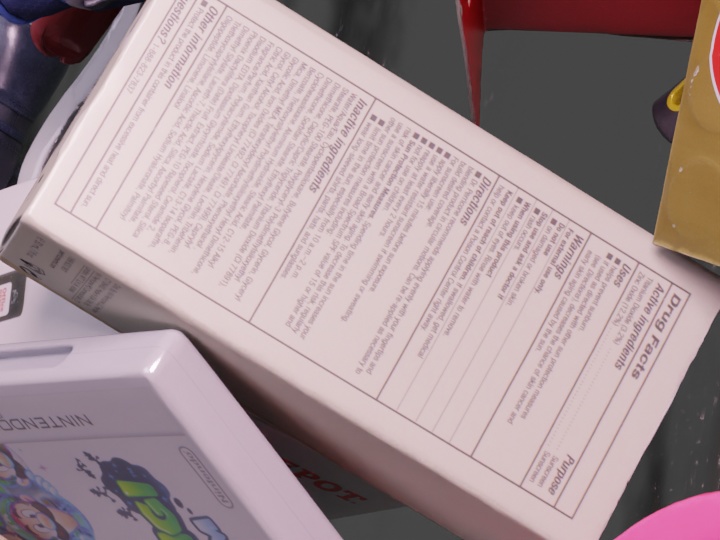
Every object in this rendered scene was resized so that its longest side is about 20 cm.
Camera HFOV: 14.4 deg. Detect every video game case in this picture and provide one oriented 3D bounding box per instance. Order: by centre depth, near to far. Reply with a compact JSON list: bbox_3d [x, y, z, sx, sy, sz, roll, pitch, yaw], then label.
[{"bbox_3d":[-0.066,0.102,0.938,0.182,0.200,0.024,-6,38,47],"label":"video game case"}]

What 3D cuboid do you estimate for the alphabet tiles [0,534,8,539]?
[{"bbox_3d":[-0.165,0.095,1.009,0.166,0.200,0.006,29,63,31],"label":"alphabet tiles"}]

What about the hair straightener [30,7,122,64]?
[{"bbox_3d":[-0.082,-0.180,1.087,0.077,0.041,0.200,39,99,36],"label":"hair straightener"}]

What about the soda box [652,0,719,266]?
[{"bbox_3d":[0.148,-0.095,0.839,0.068,0.064,0.201,21,104,46],"label":"soda box"}]

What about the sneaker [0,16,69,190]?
[{"bbox_3d":[-0.216,-0.064,1.264,0.202,0.077,0.147,9,77,49],"label":"sneaker"}]

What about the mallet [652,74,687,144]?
[{"bbox_3d":[0.161,-0.116,0.900,0.200,0.041,0.066,-38,51,36],"label":"mallet"}]

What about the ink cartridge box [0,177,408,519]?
[{"bbox_3d":[-0.086,0.035,1.017,0.199,0.146,0.085,-15,56,43],"label":"ink cartridge box"}]

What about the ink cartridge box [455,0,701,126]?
[{"bbox_3d":[0.074,-0.153,0.884,0.083,0.200,0.176,3,70,6],"label":"ink cartridge box"}]

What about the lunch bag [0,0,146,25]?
[{"bbox_3d":[-0.070,-0.160,0.954,0.132,0.200,0.136,-13,99,23],"label":"lunch bag"}]

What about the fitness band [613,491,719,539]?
[{"bbox_3d":[0.094,0.153,0.828,0.200,0.037,0.144,-52,45,31],"label":"fitness band"}]

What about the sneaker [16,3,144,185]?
[{"bbox_3d":[-0.046,-0.086,1.101,0.099,0.071,0.201,25,85,36],"label":"sneaker"}]

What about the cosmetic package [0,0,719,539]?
[{"bbox_3d":[0.000,0.000,0.879,0.104,0.200,0.073,-59,7,-15],"label":"cosmetic package"}]
